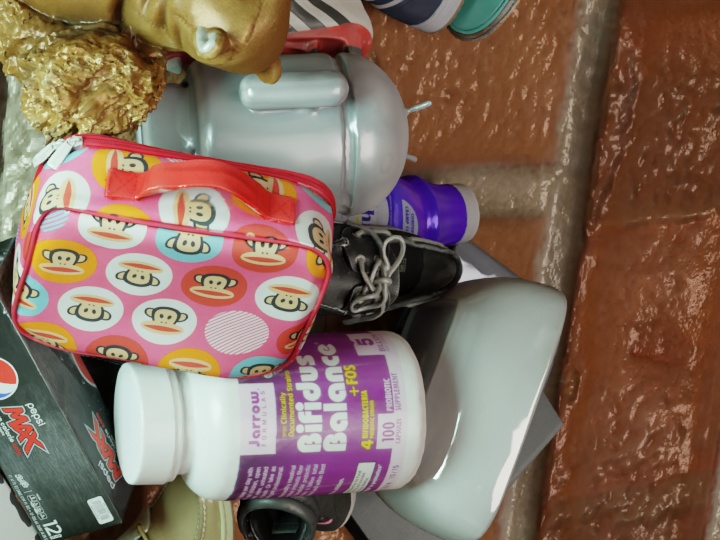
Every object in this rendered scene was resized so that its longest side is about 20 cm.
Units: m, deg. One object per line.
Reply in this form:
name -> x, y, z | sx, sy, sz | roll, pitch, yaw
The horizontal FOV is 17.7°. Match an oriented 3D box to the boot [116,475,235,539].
boot -> -0.180, 0.218, 1.651 | 0.154, 0.072, 0.201 | -8, 137, -34

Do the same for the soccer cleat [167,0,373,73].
soccer cleat -> -0.085, -0.184, 1.623 | 0.199, 0.086, 0.069 | 6, 147, -23

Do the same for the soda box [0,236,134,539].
soda box -> -0.223, 0.082, 1.564 | 0.063, 0.071, 0.201 | -17, 116, 16

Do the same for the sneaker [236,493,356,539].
sneaker -> -0.052, 0.177, 1.727 | 0.200, 0.070, 0.100 | 74, 25, -60

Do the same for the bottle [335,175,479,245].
bottle -> 0.001, -0.034, 1.742 | 0.199, 0.065, 0.084 | -7, 109, -38

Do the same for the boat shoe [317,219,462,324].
boat shoe -> 0.000, 0.003, 1.636 | 0.199, 0.068, 0.074 | 5, 95, -54

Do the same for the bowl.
bowl -> 0.067, 0.092, 1.705 | 0.074, 0.200, 0.201 | 23, 83, -13

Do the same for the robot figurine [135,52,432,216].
robot figurine -> -0.053, -0.092, 1.589 | 0.199, 0.170, 0.114 | -3, 72, -11

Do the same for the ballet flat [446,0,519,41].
ballet flat -> 0.116, -0.268, 1.758 | 0.201, 0.068, 0.067 | -71, 164, 6

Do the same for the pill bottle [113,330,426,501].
pill bottle -> -0.064, 0.100, 1.589 | 0.199, 0.112, 0.113 | -2, 108, -20

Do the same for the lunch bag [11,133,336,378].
lunch bag -> -0.118, -0.013, 1.474 | 0.199, 0.082, 0.176 | 10, 143, -12

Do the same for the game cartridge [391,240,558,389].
game cartridge -> 0.076, 0.088, 1.831 | 0.133, 0.042, 0.201 | 34, 77, -17

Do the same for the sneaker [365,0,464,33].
sneaker -> 0.049, -0.280, 1.691 | 0.108, 0.070, 0.201 | 13, 100, -44

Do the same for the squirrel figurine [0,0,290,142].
squirrel figurine -> -0.138, -0.165, 1.483 | 0.200, 0.186, 0.141 | -55, 159, 4

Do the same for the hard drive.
hard drive -> 0.069, 0.150, 1.888 | 0.200, 0.033, 0.140 | -47, 129, -17

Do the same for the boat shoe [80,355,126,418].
boat shoe -> -0.157, 0.099, 1.658 | 0.200, 0.068, 0.072 | 37, 81, -42

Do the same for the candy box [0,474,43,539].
candy box -> -0.320, 0.174, 1.547 | 0.168, 0.071, 0.201 | -42, 128, -21
